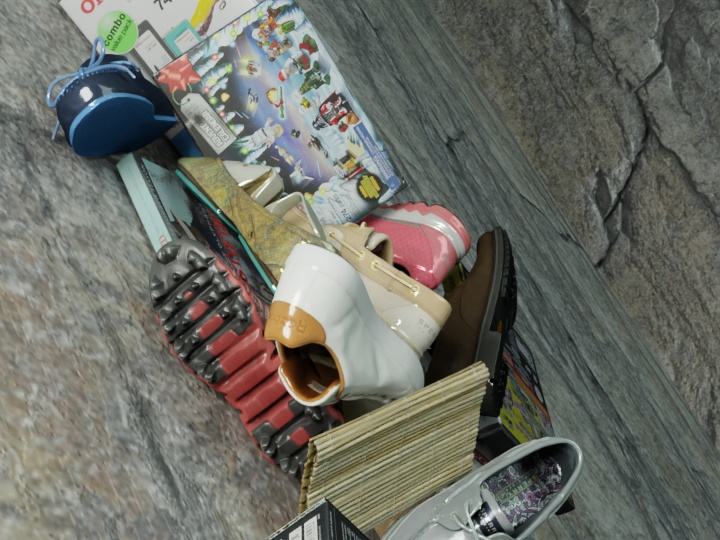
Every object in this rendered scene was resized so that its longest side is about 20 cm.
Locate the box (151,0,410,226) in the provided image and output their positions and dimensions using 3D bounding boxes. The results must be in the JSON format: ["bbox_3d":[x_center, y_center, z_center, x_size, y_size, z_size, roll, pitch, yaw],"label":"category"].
[{"bbox_3d":[-0.067,-0.119,1.090,0.201,0.136,0.040,57,-6,-11],"label":"box"}]

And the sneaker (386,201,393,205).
[{"bbox_3d":[-0.012,-0.048,1.316,0.074,0.088,0.200,56,17,4],"label":"sneaker"}]

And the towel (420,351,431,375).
[{"bbox_3d":[0.039,0.057,1.236,0.170,0.048,0.200,34,12,11],"label":"towel"}]

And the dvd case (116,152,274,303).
[{"bbox_3d":[-0.112,-0.009,1.062,0.200,0.022,0.147,25,32,-58],"label":"dvd case"}]

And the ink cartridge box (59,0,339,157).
[{"bbox_3d":[-0.144,-0.220,1.183,0.200,0.146,0.146,50,16,-9],"label":"ink cartridge box"}]

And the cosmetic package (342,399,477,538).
[{"bbox_3d":[0.026,0.143,1.046,0.201,0.071,0.105,57,18,12],"label":"cosmetic package"}]

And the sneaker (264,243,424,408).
[{"bbox_3d":[-0.018,0.066,0.885,0.072,0.085,0.200,13,-24,31],"label":"sneaker"}]

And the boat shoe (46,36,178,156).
[{"bbox_3d":[-0.200,-0.130,0.983,0.069,0.084,0.200,57,0,0],"label":"boat shoe"}]

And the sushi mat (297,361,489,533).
[{"bbox_3d":[0.026,0.135,0.916,0.012,0.097,0.199,22,26,35],"label":"sushi mat"}]

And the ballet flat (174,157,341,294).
[{"bbox_3d":[-0.076,-0.045,0.994,0.071,0.071,0.200,36,8,-47],"label":"ballet flat"}]

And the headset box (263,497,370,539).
[{"bbox_3d":[0.013,0.263,0.715,0.200,0.092,0.175,46,17,-25],"label":"headset box"}]

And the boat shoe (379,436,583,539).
[{"bbox_3d":[0.087,0.182,0.941,0.070,0.200,0.072,53,-29,8],"label":"boat shoe"}]

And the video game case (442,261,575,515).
[{"bbox_3d":[0.139,0.113,1.204,0.200,0.025,0.182,47,25,-49],"label":"video game case"}]

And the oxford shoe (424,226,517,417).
[{"bbox_3d":[0.091,0.035,1.103,0.201,0.084,0.073,-71,154,-44],"label":"oxford shoe"}]

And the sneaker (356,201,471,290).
[{"bbox_3d":[-0.005,-0.021,1.144,0.087,0.198,0.074,-59,142,-35],"label":"sneaker"}]

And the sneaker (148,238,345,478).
[{"bbox_3d":[-0.080,0.055,0.930,0.201,0.071,0.098,52,16,-14],"label":"sneaker"}]

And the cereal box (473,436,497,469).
[{"bbox_3d":[0.089,0.151,1.209,0.144,0.040,0.200,39,13,9],"label":"cereal box"}]

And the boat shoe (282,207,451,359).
[{"bbox_3d":[0.000,0.000,1.011,0.200,0.069,0.074,43,-6,38],"label":"boat shoe"}]
